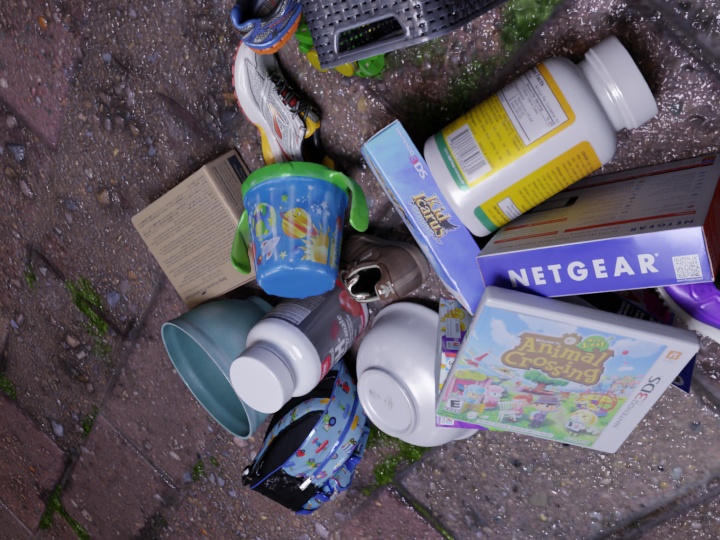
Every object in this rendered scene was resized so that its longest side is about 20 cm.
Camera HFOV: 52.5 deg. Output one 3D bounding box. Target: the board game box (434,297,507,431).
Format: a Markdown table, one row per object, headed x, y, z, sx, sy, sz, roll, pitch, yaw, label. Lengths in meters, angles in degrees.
| x | y | z | sx | sy | sz | roll | pitch | yaw | label |
| --- | --- | --- | --- | --- | --- | --- | --- | --- | --- |
| 0.183 | 0.106 | 0.800 | 0.197 | 0.103 | 0.106 | 2 | 121 | 3 | board game box |

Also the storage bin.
| x | y | z | sx | sy | sz | roll | pitch | yaw | label |
| --- | --- | --- | --- | --- | --- | --- | --- | --- | --- |
| 0.045 | -0.264 | 0.662 | 0.134 | 0.200 | 0.095 | -4 | 114 | 35 | storage bin |

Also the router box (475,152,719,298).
| x | y | z | sx | sy | sz | roll | pitch | yaw | label |
| --- | --- | --- | --- | --- | --- | --- | --- | --- | --- |
| 0.232 | -0.041 | 0.683 | 0.198 | 0.179 | 0.049 | -8 | 112 | 37 | router box |

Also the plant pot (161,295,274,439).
| x | y | z | sx | sy | sz | roll | pitch | yaw | label |
| --- | --- | --- | --- | --- | --- | --- | --- | --- | --- |
| -0.175 | 0.122 | 1.062 | 0.200 | 0.134 | 0.202 | 36 | 147 | 28 | plant pot |

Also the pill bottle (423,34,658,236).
| x | y | z | sx | sy | sz | roll | pitch | yaw | label |
| --- | --- | --- | --- | --- | --- | --- | --- | --- | --- |
| 0.169 | -0.128 | 0.691 | 0.199 | 0.113 | 0.113 | -32 | 97 | 19 | pill bottle |

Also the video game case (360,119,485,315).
| x | y | z | sx | sy | sz | roll | pitch | yaw | label |
| --- | --- | --- | --- | --- | --- | --- | --- | --- | --- |
| 0.070 | -0.061 | 0.787 | 0.045 | 0.181 | 0.201 | -33 | 97 | 2 | video game case |

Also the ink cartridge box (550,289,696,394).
| x | y | z | sx | sy | sz | roll | pitch | yaw | label |
| --- | --- | --- | --- | --- | --- | --- | --- | --- | --- |
| 0.265 | 0.040 | 0.763 | 0.199 | 0.095 | 0.037 | 35 | 126 | 12 | ink cartridge box |

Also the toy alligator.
| x | y | z | sx | sy | sz | roll | pitch | yaw | label |
| --- | --- | --- | --- | --- | --- | --- | --- | --- | --- |
| -0.032 | -0.250 | 0.825 | 0.199 | 0.060 | 0.054 | 24 | 164 | 41 | toy alligator |

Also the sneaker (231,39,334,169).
| x | y | z | sx | sy | sz | roll | pitch | yaw | label |
| --- | --- | --- | --- | --- | --- | --- | --- | --- | --- |
| -0.088 | -0.194 | 0.884 | 0.081 | 0.078 | 0.202 | -5 | 123 | 31 | sneaker |

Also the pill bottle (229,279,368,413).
| x | y | z | sx | sy | sz | roll | pitch | yaw | label |
| --- | --- | --- | --- | --- | --- | --- | --- | --- | --- |
| -0.080 | 0.093 | 0.955 | 0.110 | 0.200 | 0.112 | 16 | 126 | 24 | pill bottle |

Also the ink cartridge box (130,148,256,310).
| x | y | z | sx | sy | sz | roll | pitch | yaw | label |
| --- | --- | --- | --- | --- | --- | --- | --- | --- | --- |
| -0.213 | -0.053 | 1.042 | 0.199 | 0.075 | 0.166 | -23 | 104 | 39 | ink cartridge box |

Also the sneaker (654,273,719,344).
| x | y | z | sx | sy | sz | roll | pitch | yaw | label |
| --- | --- | --- | --- | --- | --- | --- | --- | --- | --- |
| 0.380 | 0.030 | 0.706 | 0.199 | 0.070 | 0.100 | 38 | 124 | 4 | sneaker |

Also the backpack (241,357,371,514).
| x | y | z | sx | sy | sz | roll | pitch | yaw | label |
| --- | --- | --- | --- | --- | --- | --- | --- | --- | --- |
| -0.055 | 0.226 | 1.033 | 0.134 | 0.183 | 0.200 | 34 | 128 | -12 | backpack |

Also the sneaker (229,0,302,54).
| x | y | z | sx | sy | sz | roll | pitch | yaw | label |
| --- | --- | --- | --- | --- | --- | --- | --- | --- | --- |
| -0.072 | -0.321 | 0.765 | 0.075 | 0.078 | 0.201 | 33 | 106 | 8 | sneaker |

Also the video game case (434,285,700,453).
| x | y | z | sx | sy | sz | roll | pitch | yaw | label |
| --- | --- | --- | --- | --- | --- | --- | --- | --- | --- |
| 0.189 | 0.103 | 0.703 | 0.197 | 0.022 | 0.183 | 13 | 134 | -3 | video game case |

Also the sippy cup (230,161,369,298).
| x | y | z | sx | sy | sz | roll | pitch | yaw | label |
| --- | --- | --- | --- | --- | --- | --- | --- | --- | --- |
| -0.077 | -0.042 | 0.885 | 0.138 | 0.132 | 0.178 | 5 | 155 | -18 | sippy cup |

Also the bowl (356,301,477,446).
| x | y | z | sx | sy | sz | roll | pitch | yaw | label |
| --- | --- | --- | --- | --- | --- | --- | --- | --- | --- |
| 0.060 | 0.150 | 0.942 | 0.200 | 0.090 | 0.203 | 25 | 129 | 35 | bowl |

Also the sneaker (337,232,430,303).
| x | y | z | sx | sy | sz | roll | pitch | yaw | label |
| --- | --- | --- | --- | --- | --- | --- | --- | --- | --- |
| 0.000 | 0.000 | 0.893 | 0.199 | 0.075 | 0.071 | -1 | 117 | 60 | sneaker |
